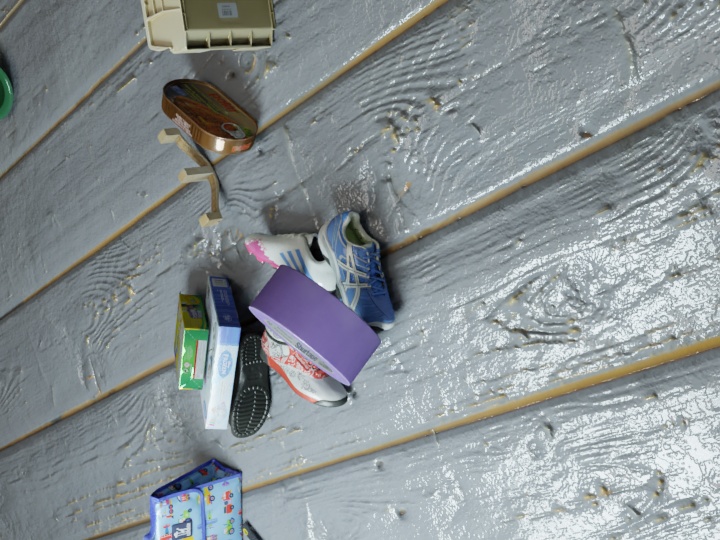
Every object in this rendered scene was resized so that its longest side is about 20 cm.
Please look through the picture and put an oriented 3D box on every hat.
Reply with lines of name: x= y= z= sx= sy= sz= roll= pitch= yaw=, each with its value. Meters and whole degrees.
hat: x=-0.841 y=-0.449 z=2.385 sx=0.199 sy=0.177 sz=0.166 roll=26 pitch=123 yaw=-6

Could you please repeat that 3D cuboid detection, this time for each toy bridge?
toy bridge: x=-0.292 y=-0.171 z=1.888 sx=0.027 sy=0.067 sz=0.201 roll=-41 pitch=70 yaw=41

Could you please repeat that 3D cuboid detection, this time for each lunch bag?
lunch bag: x=-0.323 y=0.464 z=1.984 sx=0.094 sy=0.199 sz=0.152 roll=14 pitch=110 yaw=41

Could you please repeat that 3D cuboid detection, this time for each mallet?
mallet: x=-0.159 y=0.539 z=1.962 sx=0.200 sy=0.041 sz=0.066 roll=52 pitch=132 yaw=27

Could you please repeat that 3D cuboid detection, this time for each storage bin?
storage bin: x=-0.243 y=-0.447 z=1.681 sx=0.093 sy=0.199 sz=0.201 roll=-1 pitch=100 yaw=41

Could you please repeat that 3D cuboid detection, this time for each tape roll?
tape roll: x=-0.071 y=0.085 z=1.644 sx=0.199 sy=0.200 sz=0.085 roll=31 pitch=77 yaw=35

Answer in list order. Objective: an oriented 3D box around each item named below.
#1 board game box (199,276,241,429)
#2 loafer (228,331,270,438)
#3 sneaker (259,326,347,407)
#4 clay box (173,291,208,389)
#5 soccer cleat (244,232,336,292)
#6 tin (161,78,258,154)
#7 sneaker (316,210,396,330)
board game box: x=-0.253 y=0.142 z=1.877 sx=0.200 sy=0.043 sz=0.201 roll=-117 pitch=35 yaw=-62
loafer: x=-0.204 y=0.201 z=1.905 sx=0.071 sy=0.072 sz=0.202 roll=27 pitch=112 yaw=59
sneaker: x=-0.093 y=0.138 z=1.773 sx=0.201 sy=0.067 sz=0.109 roll=34 pitch=124 yaw=36
clay box: x=-0.306 y=0.121 z=1.908 sx=0.200 sy=0.047 sz=0.116 roll=-121 pitch=37 yaw=-68
soccer cleat: x=-0.105 y=-0.034 z=1.751 sx=0.199 sy=0.070 sz=0.087 roll=29 pitch=109 yaw=30
tin: x=-0.257 y=-0.262 z=1.804 sx=0.200 sy=0.111 sz=0.042 roll=42 pitch=136 yaw=30
sneaker: x=0.000 y=0.000 z=1.643 sx=0.077 sy=0.075 sz=0.201 roll=-42 pitch=73 yaw=46
